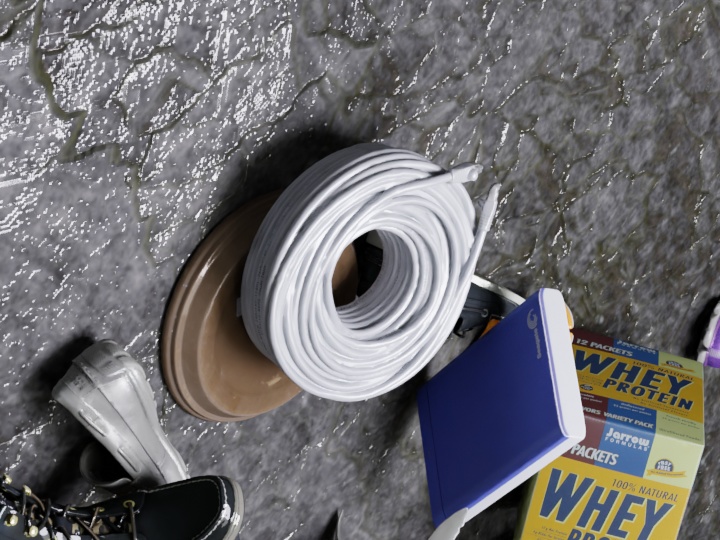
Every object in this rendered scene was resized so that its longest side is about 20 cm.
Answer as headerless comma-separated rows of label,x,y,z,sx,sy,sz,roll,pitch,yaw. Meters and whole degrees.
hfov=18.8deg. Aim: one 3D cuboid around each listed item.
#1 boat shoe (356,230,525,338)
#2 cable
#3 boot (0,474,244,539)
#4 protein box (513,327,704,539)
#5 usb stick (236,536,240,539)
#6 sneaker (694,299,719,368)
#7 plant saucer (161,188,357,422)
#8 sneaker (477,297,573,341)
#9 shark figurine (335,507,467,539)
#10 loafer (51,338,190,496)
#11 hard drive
boat shoe,0.068,0.025,1.815,0.199,0.074,0.066,23,90,-51
cable,0.000,0.000,1.665,0.199,0.069,0.201,1,111,-39
boot,-0.200,0.184,1.548,0.203,0.074,0.154,-25,145,22
protein box,0.224,0.191,1.993,0.199,0.134,0.201,-67,171,-68
usb stick,-0.116,0.272,1.804,0.055,0.033,0.201,-35,137,-32
sneaker,0.420,0.072,2.261,0.200,0.083,0.081,-3,116,-48
plant saucer,-0.071,0.032,1.699,0.200,0.029,0.201,-28,133,-35
sneaker,0.118,0.110,1.948,0.077,0.078,0.201,10,105,-35
shark figurine,0.003,0.247,1.874,0.128,0.214,0.090,5,71,-21
loafer,-0.176,0.137,1.618,0.070,0.070,0.200,-36,132,-18
hard drive,0.113,0.118,1.814,0.025,0.132,0.200,9,149,-28
